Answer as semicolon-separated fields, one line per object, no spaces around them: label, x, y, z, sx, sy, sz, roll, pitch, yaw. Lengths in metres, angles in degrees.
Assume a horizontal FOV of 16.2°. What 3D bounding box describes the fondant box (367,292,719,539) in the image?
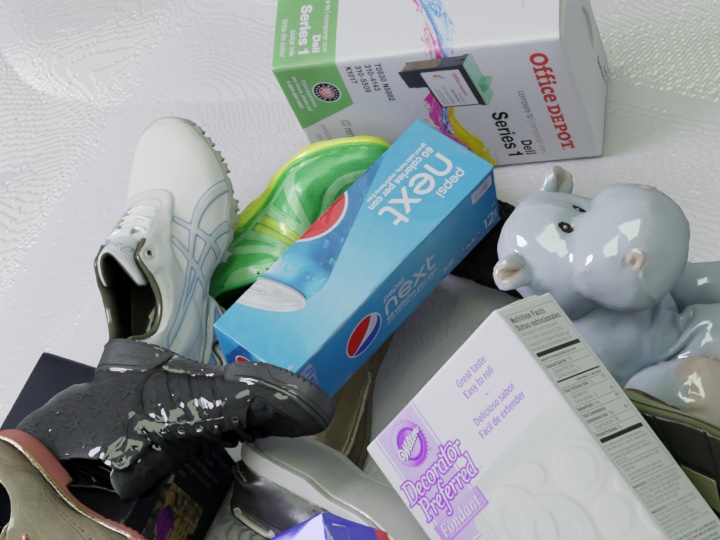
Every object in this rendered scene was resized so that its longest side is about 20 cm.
fondant box;0.112;0.136;1.462;0.200;0.058;0.144;55;130;17

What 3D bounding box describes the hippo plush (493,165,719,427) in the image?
hippo plush;0.157;0.005;1.556;0.200;0.161;0.159;-4;35;35

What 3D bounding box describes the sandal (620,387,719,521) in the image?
sandal;0.169;0.102;1.481;0.201;0.080;0.057;27;29;33

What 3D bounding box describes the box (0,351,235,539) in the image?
box;-0.184;0.172;1.623;0.122;0.106;0.200;15;64;26

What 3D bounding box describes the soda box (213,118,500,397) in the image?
soda box;0.000;0.000;1.616;0.068;0.064;0.200;35;68;26

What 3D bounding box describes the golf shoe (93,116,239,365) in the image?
golf shoe;-0.133;-0.017;1.662;0.078;0.097;0.200;-16;66;27

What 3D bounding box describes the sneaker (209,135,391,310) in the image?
sneaker;-0.049;-0.015;1.720;0.200;0.074;0.084;-38;58;8

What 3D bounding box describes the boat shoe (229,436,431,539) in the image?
boat shoe;0.003;0.167;1.555;0.200;0.060;0.074;26;26;20

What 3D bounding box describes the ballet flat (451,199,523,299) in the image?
ballet flat;0.085;-0.019;1.697;0.200;0.057;0.067;28;94;37

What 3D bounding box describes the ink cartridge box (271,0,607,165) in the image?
ink cartridge box;0.057;-0.139;1.713;0.200;0.145;0.084;-5;58;15

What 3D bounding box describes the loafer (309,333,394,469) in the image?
loafer;-0.026;0.067;1.659;0.076;0.067;0.200;3;60;21

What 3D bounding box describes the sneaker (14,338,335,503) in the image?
sneaker;-0.119;0.103;1.549;0.200;0.060;0.104;11;61;28

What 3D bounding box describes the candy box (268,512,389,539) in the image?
candy box;-0.056;0.261;1.488;0.200;0.077;0.169;-30;63;27

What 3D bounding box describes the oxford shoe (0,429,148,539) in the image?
oxford shoe;-0.180;0.173;1.494;0.200;0.075;0.071;38;113;26
